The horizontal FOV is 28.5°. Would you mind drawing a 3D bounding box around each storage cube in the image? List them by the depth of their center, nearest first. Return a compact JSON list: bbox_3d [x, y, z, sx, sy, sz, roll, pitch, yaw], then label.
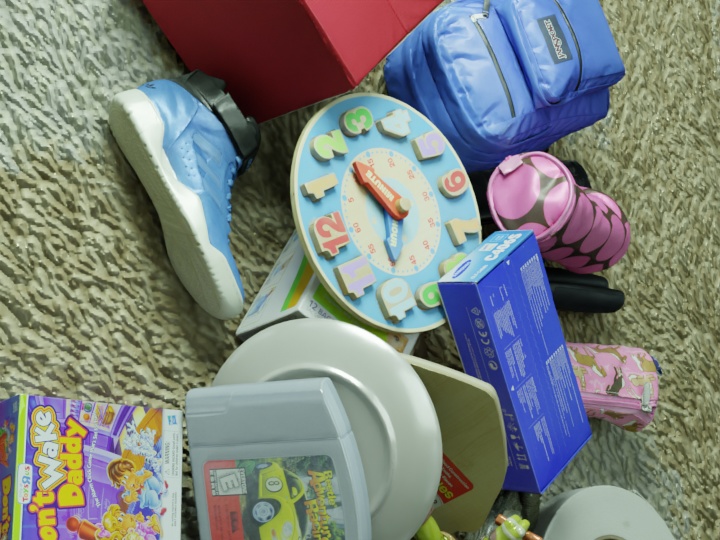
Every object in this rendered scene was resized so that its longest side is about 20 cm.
[{"bbox_3d":[-0.059,-0.249,1.182,0.171,0.199,0.181,-48,112,-36],"label":"storage cube"}]

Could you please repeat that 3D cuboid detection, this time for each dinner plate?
[{"bbox_3d":[-0.035,0.138,1.094,0.202,0.198,0.024,69,19,1],"label":"dinner plate"}]

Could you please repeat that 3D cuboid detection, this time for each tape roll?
[{"bbox_3d":[0.227,0.302,1.325,0.201,0.037,0.205,12,69,-33],"label":"tape roll"}]

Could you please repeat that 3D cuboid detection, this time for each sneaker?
[{"bbox_3d":[-0.115,-0.068,1.158,0.111,0.077,0.201,-25,85,-28],"label":"sneaker"}]

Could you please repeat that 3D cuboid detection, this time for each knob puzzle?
[{"bbox_3d":[0.034,0.135,1.140,0.220,0.219,0.031,48,34,-15],"label":"knob puzzle"}]

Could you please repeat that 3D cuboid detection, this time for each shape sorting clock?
[{"bbox_3d":[0.026,-0.048,1.149,0.198,0.039,0.202,11,71,-34],"label":"shape sorting clock"}]

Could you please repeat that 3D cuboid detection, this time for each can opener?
[{"bbox_3d":[0.175,0.019,1.366,0.198,0.079,0.063,-3,39,-40],"label":"can opener"}]

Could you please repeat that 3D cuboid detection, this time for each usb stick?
[{"bbox_3d":[0.148,-0.075,1.381,0.198,0.033,0.056,-9,75,-37],"label":"usb stick"}]

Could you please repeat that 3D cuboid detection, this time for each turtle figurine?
[{"bbox_3d":[0.055,0.232,1.136,0.161,0.200,0.064,42,49,-2],"label":"turtle figurine"}]

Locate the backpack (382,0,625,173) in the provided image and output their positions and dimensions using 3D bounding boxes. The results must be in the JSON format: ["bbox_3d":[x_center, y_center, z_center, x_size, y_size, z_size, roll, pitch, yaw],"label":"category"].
[{"bbox_3d":[0.129,-0.189,1.318,0.199,0.168,0.164,-20,82,-36],"label":"backpack"}]

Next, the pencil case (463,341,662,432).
[{"bbox_3d":[0.188,0.103,1.323,0.198,0.086,0.084,10,65,-31],"label":"pencil case"}]

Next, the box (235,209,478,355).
[{"bbox_3d":[0.000,0.000,1.207,0.112,0.101,0.201,41,57,-20],"label":"box"}]

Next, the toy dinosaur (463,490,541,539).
[{"bbox_3d":[0.128,0.219,1.259,0.076,0.103,0.201,15,44,16],"label":"toy dinosaur"}]

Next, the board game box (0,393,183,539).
[{"bbox_3d":[-0.200,0.199,1.039,0.133,0.045,0.202,10,71,-34],"label":"board game box"}]

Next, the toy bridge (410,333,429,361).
[{"bbox_3d":[0.045,0.072,1.242,0.067,0.027,0.202,69,34,-59],"label":"toy bridge"}]

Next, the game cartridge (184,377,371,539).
[{"bbox_3d":[-0.059,0.185,1.076,0.041,0.132,0.202,-23,106,-76],"label":"game cartridge"}]

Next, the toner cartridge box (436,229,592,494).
[{"bbox_3d":[0.132,0.077,1.192,0.095,0.043,0.202,-38,118,-43],"label":"toner cartridge box"}]

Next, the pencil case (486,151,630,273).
[{"bbox_3d":[0.178,-0.053,1.283,0.200,0.090,0.095,21,47,-66],"label":"pencil case"}]
